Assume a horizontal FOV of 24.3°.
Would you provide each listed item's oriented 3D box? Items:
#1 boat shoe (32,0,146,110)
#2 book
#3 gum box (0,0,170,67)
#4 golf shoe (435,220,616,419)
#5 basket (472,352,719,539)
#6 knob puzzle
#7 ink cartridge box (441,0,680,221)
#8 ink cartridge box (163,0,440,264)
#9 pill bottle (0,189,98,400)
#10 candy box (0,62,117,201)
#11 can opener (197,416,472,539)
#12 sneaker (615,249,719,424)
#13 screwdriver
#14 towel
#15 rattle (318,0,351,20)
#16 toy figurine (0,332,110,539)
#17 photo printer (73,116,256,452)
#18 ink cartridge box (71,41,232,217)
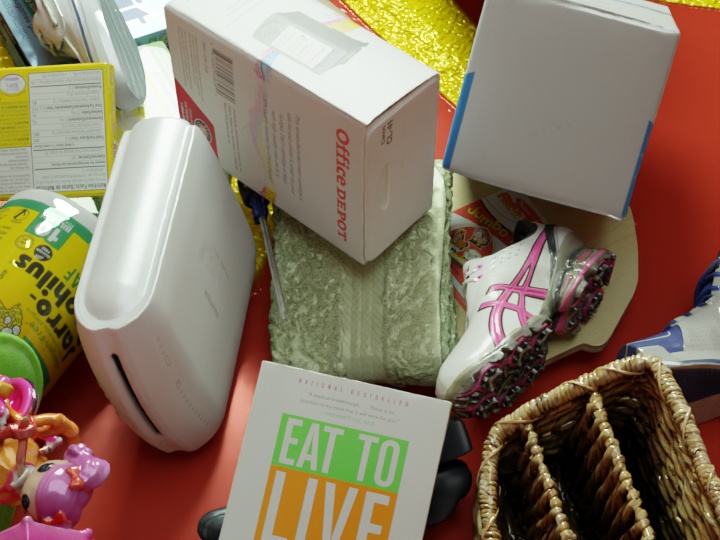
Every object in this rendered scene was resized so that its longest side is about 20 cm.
[{"bbox_3d":[-0.230,-0.200,1.352,0.067,0.074,0.200,-27,60,8],"label":"boat shoe"},{"bbox_3d":[-0.025,0.172,1.114,0.133,0.048,0.200,12,83,3],"label":"book"},{"bbox_3d":[-0.221,-0.246,1.447,0.200,0.045,0.170,-22,60,-21],"label":"gum box"},{"bbox_3d":[0.104,0.035,1.230,0.092,0.073,0.200,29,46,21],"label":"golf shoe"},{"bbox_3d":[0.155,0.176,1.117,0.142,0.149,0.200,-8,56,-13],"label":"basket"},{"bbox_3d":[0.130,-0.006,1.322,0.219,0.030,0.220,3,53,-4],"label":"knob puzzle"},{"bbox_3d":[0.156,-0.144,1.303,0.144,0.147,0.200,15,14,4],"label":"ink cartridge box"},{"bbox_3d":[-0.043,-0.119,1.238,0.200,0.148,0.086,33,57,25],"label":"ink cartridge box"},{"bbox_3d":[-0.260,0.046,1.184,0.113,0.113,0.200,27,54,13],"label":"pill bottle"},{"bbox_3d":[-0.285,-0.103,1.286,0.200,0.026,0.102,-2,93,7],"label":"candy box"},{"bbox_3d":[-0.016,0.159,1.167,0.200,0.063,0.079,-15,83,-6],"label":"can opener"},{"bbox_3d":[0.273,0.044,1.281,0.199,0.081,0.115,-8,51,-22],"label":"sneaker"},{"bbox_3d":[-0.076,-0.028,1.266,0.029,0.028,0.200,-14,42,5],"label":"screwdriver"},{"bbox_3d":[0.000,0.000,1.270,0.148,0.037,0.200,-5,59,9],"label":"towel"},{"bbox_3d":[-0.054,-0.216,1.363,0.130,0.143,0.200,-10,78,-3],"label":"rattle"},{"bbox_3d":[-0.214,0.147,1.036,0.184,0.150,0.200,15,68,44],"label":"toy figurine"},{"bbox_3d":[-0.136,0.017,1.190,0.069,0.166,0.200,-3,51,16],"label":"photo printer"},{"bbox_3d":[-0.221,-0.096,1.336,0.200,0.048,0.146,-19,59,-23],"label":"ink cartridge box"}]
